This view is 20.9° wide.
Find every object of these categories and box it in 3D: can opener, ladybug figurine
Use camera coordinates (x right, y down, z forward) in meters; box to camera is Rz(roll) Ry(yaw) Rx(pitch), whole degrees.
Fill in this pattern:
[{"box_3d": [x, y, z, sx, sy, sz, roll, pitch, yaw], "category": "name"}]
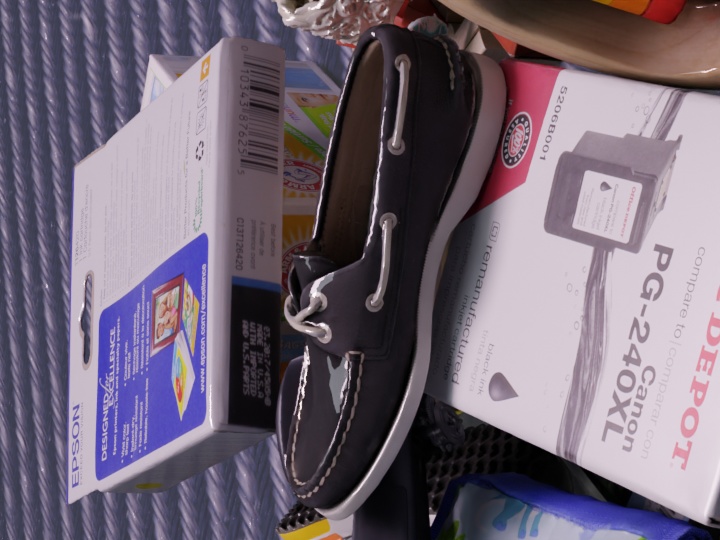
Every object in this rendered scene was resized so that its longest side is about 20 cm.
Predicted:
[{"box_3d": [0.011, 0.112, 0.834, 0.064, 0.078, 0.201, 58, -162, -44], "category": "can opener"}, {"box_3d": [0.095, -0.133, 0.733, 0.136, 0.198, 0.073, 127, 161, -65], "category": "ladybug figurine"}]

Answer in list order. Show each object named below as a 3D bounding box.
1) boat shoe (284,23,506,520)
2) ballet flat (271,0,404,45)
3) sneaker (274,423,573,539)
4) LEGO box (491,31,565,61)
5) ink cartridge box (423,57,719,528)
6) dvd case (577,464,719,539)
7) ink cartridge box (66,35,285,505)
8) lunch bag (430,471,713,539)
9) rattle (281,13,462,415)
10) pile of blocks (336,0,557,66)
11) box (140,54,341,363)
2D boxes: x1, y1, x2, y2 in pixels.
[{"box_3d": [0.000, 0.000, 0.794, 0.074, 0.060, 0.202, 26, 98, 60], "category": "boat shoe"}, {"box_3d": [0.010, -0.180, 0.856, 0.072, 0.071, 0.201, 64, 144, 41], "category": "ballet flat"}, {"box_3d": [0.046, 0.137, 0.976, 0.199, 0.070, 0.090, -16, 112, 49], "category": "sneaker"}, {"box_3d": [0.081, -0.208, 0.870, 0.201, 0.076, 0.150, -121, 39, -46], "category": "LEGO box"}, {"box_3d": [0.119, 0.006, 0.742, 0.200, 0.083, 0.147, 20, 96, 59], "category": "ink cartridge box"}, {"box_3d": [0.116, 0.021, 0.865, 0.200, 0.017, 0.144, -127, 45, -52], "category": "dvd case"}, {"box_3d": [-0.098, 0.008, 1.011, 0.200, 0.047, 0.200, -32, 56, 59], "category": "ink cartridge box"}, {"box_3d": [0.085, 0.192, 0.807, 0.170, 0.126, 0.202, 5, 93, 61], "category": "lunch bag"}, {"box_3d": [-0.014, -0.021, 0.938, 0.201, 0.141, 0.131, 73, -151, -43], "category": "rattle"}, {"box_3d": [0.036, -0.138, 0.981, 0.200, 0.062, 0.083, 12, 101, 63], "category": "pile of blocks"}, {"box_3d": [-0.046, -0.035, 1.094, 0.200, 0.111, 0.102, 49, 133, 51], "category": "box"}]
